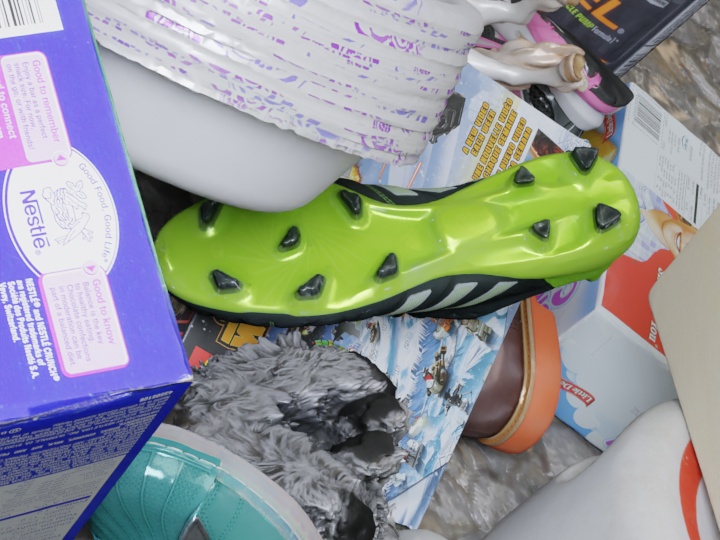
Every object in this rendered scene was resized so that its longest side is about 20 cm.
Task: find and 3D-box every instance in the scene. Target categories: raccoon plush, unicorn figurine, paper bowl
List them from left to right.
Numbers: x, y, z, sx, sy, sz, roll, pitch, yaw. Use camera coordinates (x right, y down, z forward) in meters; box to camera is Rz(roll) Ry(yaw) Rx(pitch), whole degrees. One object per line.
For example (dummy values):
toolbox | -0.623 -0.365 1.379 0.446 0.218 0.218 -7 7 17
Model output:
paper bowl | -0.062 -0.094 1.010 0.200 0.105 0.201 26 9 -4
raccoon plush | -0.057 0.096 1.076 0.199 0.134 0.097 15 44 11
unicorn figurine | 0.024 -0.137 1.245 0.074 0.137 0.200 -63 143 -34

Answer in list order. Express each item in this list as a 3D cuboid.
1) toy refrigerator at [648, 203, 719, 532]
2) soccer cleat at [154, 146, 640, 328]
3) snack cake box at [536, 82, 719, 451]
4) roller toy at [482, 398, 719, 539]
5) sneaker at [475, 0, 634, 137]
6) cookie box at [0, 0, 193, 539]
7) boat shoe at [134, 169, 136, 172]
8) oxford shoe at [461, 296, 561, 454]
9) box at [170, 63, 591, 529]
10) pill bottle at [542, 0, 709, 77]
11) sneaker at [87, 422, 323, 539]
toy refrigerator | 0.187 0.060 1.125 0.070 0.076 0.200 21 33 -24
soccer cleat | 0.015 -0.004 1.093 0.199 0.081 0.068 -7 64 -9
snack cake box | 0.149 0.009 1.384 0.115 0.067 0.200 39 35 -18
roller toy | 0.149 0.157 1.168 0.182 0.140 0.200 33 37 -23
sneaker | 0.045 -0.122 1.387 0.080 0.086 0.200 31 15 -50
cookie box | -0.134 0.001 0.914 0.075 0.200 0.172 -10 72 -23
boat shoe | -0.145 -0.133 1.170 0.060 0.076 0.200 -42 103 -28
oxford shoe | 0.043 -0.010 1.280 0.072 0.071 0.201 17 44 -30
box | 0.000 0.000 1.144 0.137 0.040 0.201 32 75 -25
pill bottle | 0.144 -0.177 1.441 0.106 0.200 0.106 30 37 -26
sneaker | -0.044 0.143 0.987 0.200 0.071 0.080 55 38 -29
